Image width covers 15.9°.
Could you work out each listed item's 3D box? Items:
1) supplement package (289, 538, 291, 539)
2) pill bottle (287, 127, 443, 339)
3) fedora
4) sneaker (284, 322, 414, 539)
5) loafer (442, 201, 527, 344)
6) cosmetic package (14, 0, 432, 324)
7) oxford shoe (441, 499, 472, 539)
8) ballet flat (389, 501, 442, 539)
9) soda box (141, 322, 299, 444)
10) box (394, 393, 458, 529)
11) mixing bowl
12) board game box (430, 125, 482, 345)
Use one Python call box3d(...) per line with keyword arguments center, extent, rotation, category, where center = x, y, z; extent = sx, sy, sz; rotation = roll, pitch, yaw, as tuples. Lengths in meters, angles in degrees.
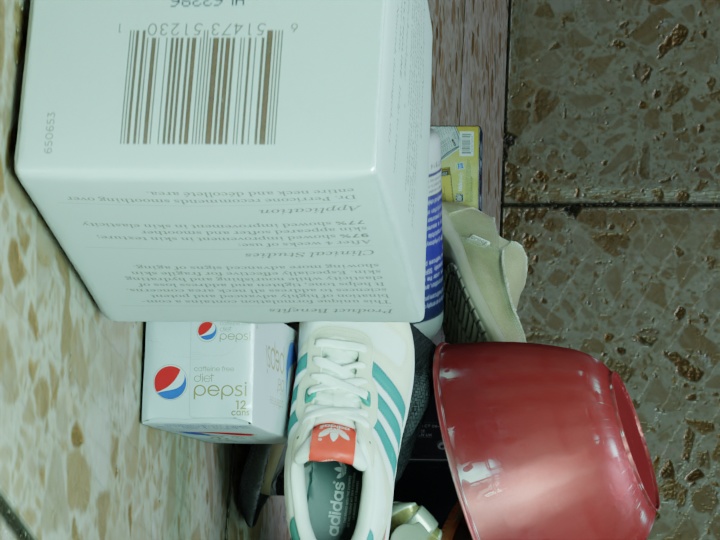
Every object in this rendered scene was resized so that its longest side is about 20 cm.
box3d(center=(-0.012, 0.263, 1.776), extent=(0.200, 0.113, 0.110), rotation=(-50, 141, -78), category="supplement package")
box3d(center=(0.000, 0.000, 1.841), extent=(0.120, 0.119, 0.201), rotation=(-60, 148, -75), category="pill bottle")
box3d(center=(-0.004, 0.091, 1.698), extent=(0.201, 0.091, 0.202), rotation=(24, 90, -84), category="fedora")
box3d(center=(-0.007, 0.085, 1.493), extent=(0.093, 0.070, 0.201), rotation=(78, 17, -82), category="sneaker")
box3d(center=(0.091, 0.011, 1.870), extent=(0.200, 0.068, 0.076), rotation=(-111, -158, -48), category="loafer")
box3d(center=(-0.057, -0.083, 1.225), extent=(0.200, 0.166, 0.167), rotation=(73, 18, -69), category="cosmetic package")
box3d(center=(0.080, 0.232, 1.747), extent=(0.201, 0.072, 0.072), rotation=(-77, 171, -47), category="oxford shoe")
box3d(center=(0.022, 0.185, 1.677), extent=(0.076, 0.064, 0.200), rotation=(46, 13, -2), category="ballet flat")
box3d(center=(-0.075, 0.062, 1.490), extent=(0.200, 0.063, 0.069), rotation=(45, 46, -80), category="soda box")
box3d(center=(0.037, 0.140, 2.130), extent=(0.201, 0.122, 0.199), rotation=(83, 9, -47), category="box")
box3d(center=(0.131, 0.128, 1.702), extent=(0.200, 0.108, 0.201), rotation=(-18, 90, -79), category="mixing bowl")
box3d(center=(0.025, -0.010, 1.973), extent=(0.035, 0.135, 0.201), rotation=(47, 45, -81), category="board game box")
